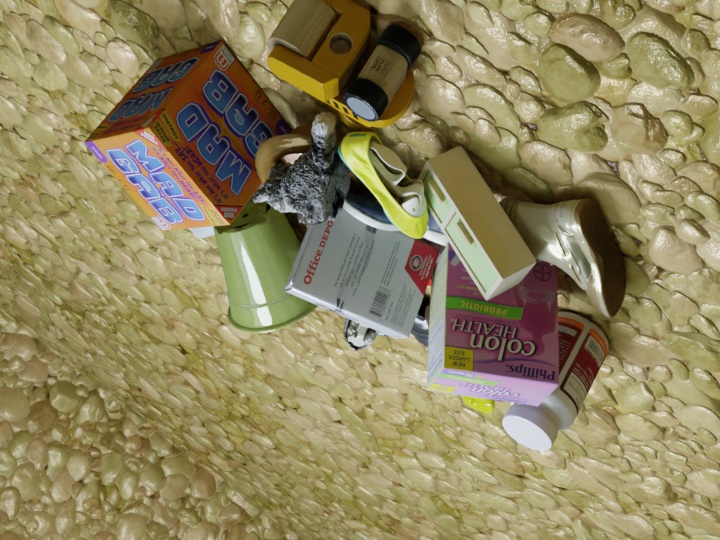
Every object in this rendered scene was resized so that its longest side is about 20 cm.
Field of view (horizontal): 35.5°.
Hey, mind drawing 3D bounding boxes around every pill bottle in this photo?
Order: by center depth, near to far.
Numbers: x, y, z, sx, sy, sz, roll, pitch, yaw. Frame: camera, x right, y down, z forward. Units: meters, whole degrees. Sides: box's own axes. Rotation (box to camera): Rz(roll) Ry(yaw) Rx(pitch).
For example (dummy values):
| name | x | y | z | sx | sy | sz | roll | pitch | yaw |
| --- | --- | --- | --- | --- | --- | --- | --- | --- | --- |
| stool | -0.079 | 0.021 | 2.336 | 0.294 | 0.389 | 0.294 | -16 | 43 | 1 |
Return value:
| name | x | y | z | sx | sy | sz | roll | pitch | yaw |
| --- | --- | --- | --- | --- | --- | --- | --- | --- | --- |
| pill bottle | 0.300 | 0.173 | 1.752 | 0.112 | 0.201 | 0.114 | 26 | 151 | 15 |

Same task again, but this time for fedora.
| name | x | y | z | sx | sy | sz | roll | pitch | yaw |
| --- | --- | --- | --- | --- | --- | --- | --- | --- | --- |
| fedora | -0.061 | -0.164 | 1.728 | 0.197 | 0.083 | 0.202 | 10 | 147 | 7 |

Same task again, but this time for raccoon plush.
| name | x | y | z | sx | sy | sz | roll | pitch | yaw |
| --- | --- | --- | --- | --- | --- | --- | --- | --- | --- |
| raccoon plush | -0.088 | -0.159 | 1.611 | 0.132 | 0.097 | 0.203 | 20 | 127 | 21 |

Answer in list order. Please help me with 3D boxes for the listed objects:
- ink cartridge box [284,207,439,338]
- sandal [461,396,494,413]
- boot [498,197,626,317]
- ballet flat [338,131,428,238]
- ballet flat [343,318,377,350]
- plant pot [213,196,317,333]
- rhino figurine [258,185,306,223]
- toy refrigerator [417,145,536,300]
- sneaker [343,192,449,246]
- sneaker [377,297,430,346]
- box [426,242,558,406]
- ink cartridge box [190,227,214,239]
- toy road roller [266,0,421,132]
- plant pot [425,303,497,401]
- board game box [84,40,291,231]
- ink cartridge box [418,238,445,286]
| name | x | y | z | sx | sy | sz | roll | pitch | yaw |
| --- | --- | --- | --- | --- | --- | --- | --- | --- | --- |
| ink cartridge box | 0.000 | 0.000 | 1.715 | 0.198 | 0.146 | 0.084 | 23 | 172 | -10 |
| sandal | 0.192 | 0.158 | 1.963 | 0.079 | 0.088 | 0.201 | 11 | 146 | 38 |
| boot | 0.285 | -0.021 | 1.603 | 0.154 | 0.073 | 0.201 | 6 | 139 | 42 |
| ballet flat | 0.049 | -0.119 | 1.571 | 0.066 | 0.067 | 0.200 | -15 | 129 | 40 |
| ballet flat | 0.012 | 0.078 | 1.925 | 0.071 | 0.072 | 0.201 | 30 | 146 | 8 |
| plant pot | -0.175 | -0.026 | 2.010 | 0.198 | 0.200 | 0.192 | 9 | 131 | 39 |
| rhino figurine | -0.070 | -0.115 | 1.860 | 0.199 | 0.060 | 0.087 | 36 | 142 | -9 |
| toy refrigerator | 0.157 | -0.066 | 1.587 | 0.202 | 0.069 | 0.076 | 59 | 157 | 15 |
| sneaker | 0.073 | -0.102 | 1.675 | 0.197 | 0.075 | 0.086 | 13 | 113 | -7 |
| sneaker | 0.075 | 0.070 | 1.993 | 0.197 | 0.076 | 0.092 | 9 | 134 | 28 |
| box | 0.195 | 0.080 | 1.663 | 0.173 | 0.203 | 0.097 | 9 | 154 | -8 |
| ink cartridge box | -0.343 | -0.143 | 2.136 | 0.196 | 0.044 | 0.199 | 46 | 149 | -21 |
| toy road roller | -0.021 | -0.268 | 1.511 | 0.198 | 0.124 | 0.146 | 30 | 163 | 8 |
| plant pot | 0.204 | 0.105 | 1.820 | 0.201 | 0.202 | 0.093 | 42 | 111 | -14 |
| board game box | -0.268 | -0.208 | 1.782 | 0.198 | 0.201 | 0.200 | -2 | 136 | 48 |
| ink cartridge box | 0.088 | -0.025 | 1.839 | 0.160 | 0.050 | 0.201 | 10 | 140 | 39 |
